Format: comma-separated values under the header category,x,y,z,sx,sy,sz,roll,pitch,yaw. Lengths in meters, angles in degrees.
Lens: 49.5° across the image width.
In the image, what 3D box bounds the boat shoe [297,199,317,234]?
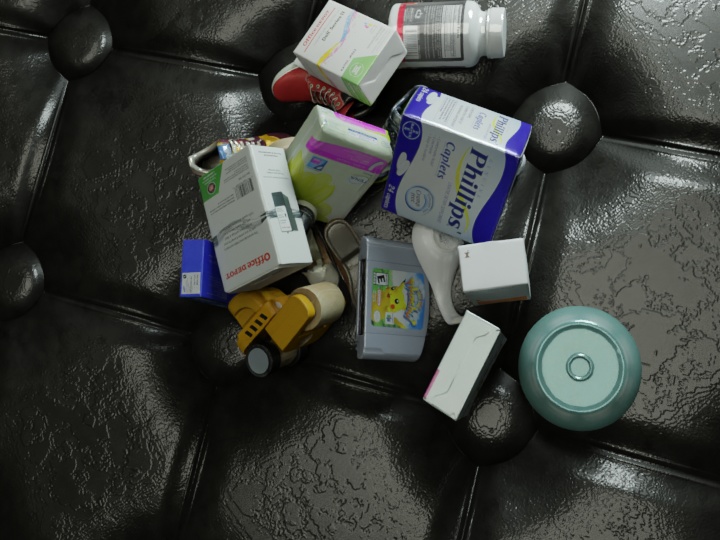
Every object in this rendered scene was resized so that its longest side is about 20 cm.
category,x,y,z,sx,sy,sz,roll,pitch,yaw
boat shoe,-0.144,-0.039,1.349,0.074,0.067,0.198,36,130,-22

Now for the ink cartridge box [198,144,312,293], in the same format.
category,x,y,z,sx,sy,sz,roll,pitch,yaw
ink cartridge box,-0.173,-0.081,1.273,0.145,0.082,0.204,-22,78,38

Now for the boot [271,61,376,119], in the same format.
category,x,y,z,sx,sy,sz,roll,pitch,yaw
boot,-0.069,-0.313,1.397,0.196,0.073,0.146,-9,50,11

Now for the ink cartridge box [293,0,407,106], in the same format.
category,x,y,z,sx,sy,sz,roll,pitch,yaw
ink cartridge box,-0.033,-0.381,1.339,0.199,0.067,0.118,33,86,31

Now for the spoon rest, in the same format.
category,x,y,z,sx,sy,sz,roll,pitch,yaw
spoon rest,0.142,-0.004,1.330,0.097,0.061,0.204,-5,75,-21

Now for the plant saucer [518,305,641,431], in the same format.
category,x,y,z,sx,sy,sz,roll,pitch,yaw
plant saucer,0.355,0.157,1.267,0.196,0.036,0.205,-2,81,14

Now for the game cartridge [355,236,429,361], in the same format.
category,x,y,z,sx,sy,sz,roll,pitch,yaw
game cartridge,0.056,0.050,1.318,0.040,0.131,0.205,-10,76,55

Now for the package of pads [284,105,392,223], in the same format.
category,x,y,z,sx,sy,sz,roll,pitch,yaw
package of pads,-0.053,-0.171,1.321,0.200,0.152,0.069,-47,43,38

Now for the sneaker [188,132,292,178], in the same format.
category,x,y,z,sx,sy,sz,roll,pitch,yaw
sneaker,-0.218,-0.209,1.437,0.196,0.090,0.076,-18,78,10

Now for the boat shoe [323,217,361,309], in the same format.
category,x,y,z,sx,sy,sz,roll,pitch,yaw
boat shoe,0.000,0.000,1.365,0.071,0.068,0.203,-24,97,-2

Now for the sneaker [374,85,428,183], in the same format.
category,x,y,z,sx,sy,sz,roll,pitch,yaw
sneaker,0.062,-0.247,1.378,0.073,0.081,0.202,34,91,16

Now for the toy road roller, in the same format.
category,x,y,z,sx,sy,sz,roll,pitch,yaw
toy road roller,-0.137,0.073,1.333,0.147,0.122,0.200,50,116,14

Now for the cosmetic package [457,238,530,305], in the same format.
category,x,y,z,sx,sy,sz,roll,pitch,yaw
cosmetic package,0.216,0.006,1.239,0.099,0.200,0.073,-7,80,13

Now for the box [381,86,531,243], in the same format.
category,x,y,z,sx,sy,sz,roll,pitch,yaw
box,0.153,-0.166,1.272,0.197,0.105,0.186,20,130,8

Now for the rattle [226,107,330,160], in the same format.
category,x,y,z,sx,sy,sz,roll,pitch,yaw
rattle,-0.148,-0.232,1.383,0.195,0.130,0.146,-1,83,-3

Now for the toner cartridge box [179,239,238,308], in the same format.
category,x,y,z,sx,sy,sz,roll,pitch,yaw
toner cartridge box,-0.246,0.010,1.354,0.042,0.200,0.097,1,81,16

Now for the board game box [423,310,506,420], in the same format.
category,x,y,z,sx,sy,sz,roll,pitch,yaw
board game box,0.168,0.152,1.229,0.064,0.200,0.149,28,88,16

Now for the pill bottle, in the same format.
category,x,y,z,sx,sy,sz,roll,pitch,yaw
pill bottle,0.153,-0.411,1.364,0.196,0.111,0.113,3,82,14

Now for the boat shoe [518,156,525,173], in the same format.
category,x,y,z,sx,sy,sz,roll,pitch,yaw
boat shoe,0.184,-0.197,1.346,0.196,0.068,0.073,9,84,15

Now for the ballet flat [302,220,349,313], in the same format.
category,x,y,z,sx,sy,sz,roll,pitch,yaw
ballet flat,-0.079,-0.015,1.385,0.067,0.068,0.203,-26,77,8
